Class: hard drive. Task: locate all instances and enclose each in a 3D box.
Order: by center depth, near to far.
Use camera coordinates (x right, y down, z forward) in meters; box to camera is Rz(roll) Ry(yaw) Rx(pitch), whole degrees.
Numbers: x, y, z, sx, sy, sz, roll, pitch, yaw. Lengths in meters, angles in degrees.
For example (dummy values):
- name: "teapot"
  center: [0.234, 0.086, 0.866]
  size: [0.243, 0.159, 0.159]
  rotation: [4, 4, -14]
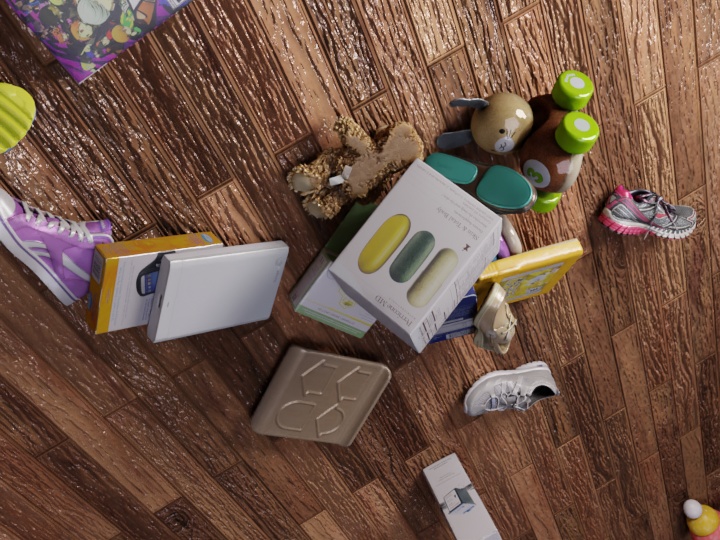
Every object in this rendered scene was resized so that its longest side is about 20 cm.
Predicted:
- name: "hard drive"
  center: [-0.201, 0.027, 1.067]
  size: [0.198, 0.026, 0.133]
  rotation: [-10, 129, -44]

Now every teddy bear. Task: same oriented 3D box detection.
- name: "teddy bear"
  center: [-0.009, -0.150, 1.060]
  size: [0.200, 0.067, 0.145]
  rotation: [-42, 120, 16]

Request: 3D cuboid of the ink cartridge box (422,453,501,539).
- name: "ink cartridge box"
  center: [0.215, 0.502, 1.520]
  size: [0.085, 0.201, 0.147]
  rotation: [-28, 130, -3]

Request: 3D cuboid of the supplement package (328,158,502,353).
- name: "supplement package"
  center: [0.082, -0.016, 1.064]
  size: [0.201, 0.151, 0.151]
  rotation: [-51, 164, -6]

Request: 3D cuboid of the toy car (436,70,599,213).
- name: "toy car"
  center: [0.215, -0.196, 1.079]
  size: [0.197, 0.160, 0.165]
  rotation: [9, 147, -5]

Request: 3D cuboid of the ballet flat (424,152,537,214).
- name: "ballet flat"
  center: [0.180, -0.122, 1.082]
  size: [0.068, 0.199, 0.068]
  rotation: [-54, 141, -5]

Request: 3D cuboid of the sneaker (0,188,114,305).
- name: "sneaker"
  center: [-0.385, -0.054, 0.947]
  size: [0.114, 0.073, 0.201]
  rotation: [-33, 140, -6]

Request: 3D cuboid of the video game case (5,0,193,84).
- name: "video game case"
  center: [-0.302, -0.335, 0.805]
  size: [0.180, 0.036, 0.201]
  rotation: [-34, 130, 2]

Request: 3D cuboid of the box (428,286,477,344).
- name: "box"
  center: [0.131, 0.074, 1.219]
  size: [0.120, 0.033, 0.200]
  rotation: [-14, 158, 4]

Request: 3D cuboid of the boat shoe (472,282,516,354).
- name: "boat shoe"
  center: [0.224, 0.083, 1.212]
  size: [0.073, 0.064, 0.201]
  rotation: [-56, 161, -20]

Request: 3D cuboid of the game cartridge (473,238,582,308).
- name: "game cartridge"
  center: [0.255, 0.019, 1.258]
  size: [0.198, 0.033, 0.177]
  rotation: [-17, 159, -14]

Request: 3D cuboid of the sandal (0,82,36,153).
- name: "sandal"
  center: [-0.458, -0.139, 0.846]
  size: [0.200, 0.087, 0.080]
  rotation: [-43, 109, -16]

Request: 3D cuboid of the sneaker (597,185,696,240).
- name: "sneaker"
  center: [0.520, -0.103, 1.317]
  size: [0.197, 0.081, 0.075]
  rotation: [0, 121, -24]

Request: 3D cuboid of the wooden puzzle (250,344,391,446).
- name: "wooden puzzle"
  center: [-0.071, 0.214, 1.292]
  size: [0.198, 0.046, 0.187]
  rotation: [18, 114, -28]

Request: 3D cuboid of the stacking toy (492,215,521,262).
- name: "stacking toy"
  center: [0.159, -0.017, 1.214]
  size: [0.198, 0.086, 0.086]
  rotation: [-30, 130, 2]

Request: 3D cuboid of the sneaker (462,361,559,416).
- name: "sneaker"
  center: [0.294, 0.239, 1.449]
  size: [0.198, 0.082, 0.075]
  rotation: [-20, 129, -11]

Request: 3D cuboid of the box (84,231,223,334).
- name: "box"
  center: [-0.273, 0.013, 1.029]
  size: [0.199, 0.041, 0.120]
  rotation: [-12, 130, -45]

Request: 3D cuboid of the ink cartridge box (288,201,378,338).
- name: "ink cartridge box"
  center: [0.000, 0.000, 1.172]
  size: [0.145, 0.048, 0.201]
  rotation: [25, 112, -35]

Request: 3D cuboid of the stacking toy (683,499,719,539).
- name: "stacking toy"
  center: [0.959, 0.700, 2.074]
  size: [0.146, 0.146, 0.200]
  rotation: [-39, 111, 6]
